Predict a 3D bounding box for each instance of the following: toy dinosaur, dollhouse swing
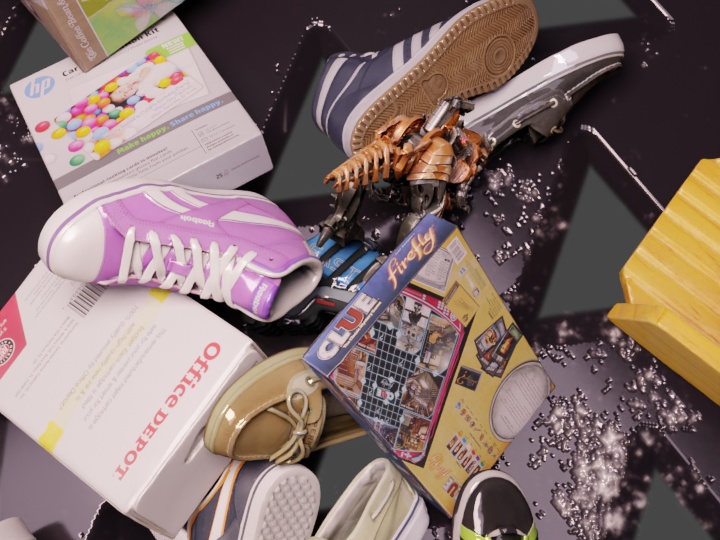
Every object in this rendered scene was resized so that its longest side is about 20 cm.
[{"bbox_3d":[0.029,-0.069,0.759,0.102,0.198,0.137,45,116,41],"label":"toy dinosaur"},{"bbox_3d":[0.322,-0.011,0.783,0.181,0.176,0.201,37,79,9],"label":"dollhouse swing"}]

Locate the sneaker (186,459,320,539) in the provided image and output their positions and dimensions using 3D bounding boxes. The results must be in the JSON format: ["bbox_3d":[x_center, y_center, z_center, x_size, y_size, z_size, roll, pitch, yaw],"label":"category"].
[{"bbox_3d":[-0.092,0.230,0.772,0.079,0.078,0.203,18,88,49],"label":"sneaker"}]

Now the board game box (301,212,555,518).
[{"bbox_3d":[0.057,0.075,0.758,0.136,0.201,0.034,-48,42,-13],"label":"board game box"}]

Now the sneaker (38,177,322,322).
[{"bbox_3d":[-0.114,-0.009,0.725,0.198,0.074,0.114,-8,38,-37],"label":"sneaker"}]

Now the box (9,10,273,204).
[{"bbox_3d":[-0.179,-0.116,0.830,0.154,0.041,0.201,-28,49,-10],"label":"box"}]

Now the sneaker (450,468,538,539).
[{"bbox_3d":[0.119,0.246,0.754,0.071,0.083,0.204,-1,79,-24],"label":"sneaker"}]

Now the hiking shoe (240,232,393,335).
[{"bbox_3d":[0.000,0.000,0.829,0.196,0.074,0.088,-3,78,-1],"label":"hiking shoe"}]

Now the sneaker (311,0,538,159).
[{"bbox_3d":[0.046,-0.168,0.854,0.199,0.071,0.108,-39,34,-12],"label":"sneaker"}]

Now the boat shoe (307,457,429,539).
[{"bbox_3d":[-0.023,0.218,0.741,0.062,0.071,0.200,57,46,-15],"label":"boat shoe"}]

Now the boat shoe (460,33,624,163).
[{"bbox_3d":[0.138,-0.131,0.874,0.198,0.069,0.057,-28,85,-1],"label":"boat shoe"}]

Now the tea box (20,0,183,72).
[{"bbox_3d":[-0.225,-0.313,0.859,0.196,0.134,0.200,-40,64,-10],"label":"tea box"}]

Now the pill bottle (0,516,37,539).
[{"bbox_3d":[-0.223,0.281,0.737,0.109,0.109,0.201,-35,78,-9],"label":"pill bottle"}]

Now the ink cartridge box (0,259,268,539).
[{"bbox_3d":[-0.177,0.079,0.774,0.198,0.084,0.146,30,76,28],"label":"ink cartridge box"}]

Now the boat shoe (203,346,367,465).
[{"bbox_3d":[-0.023,0.100,0.756,0.063,0.199,0.074,37,118,34],"label":"boat shoe"}]
